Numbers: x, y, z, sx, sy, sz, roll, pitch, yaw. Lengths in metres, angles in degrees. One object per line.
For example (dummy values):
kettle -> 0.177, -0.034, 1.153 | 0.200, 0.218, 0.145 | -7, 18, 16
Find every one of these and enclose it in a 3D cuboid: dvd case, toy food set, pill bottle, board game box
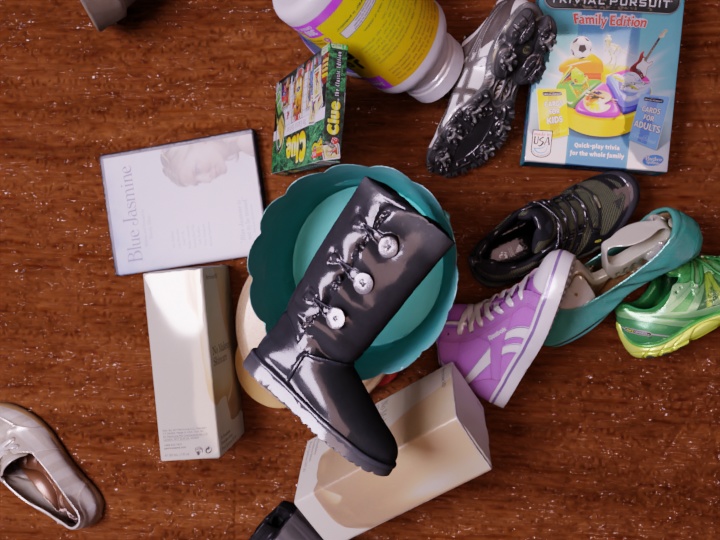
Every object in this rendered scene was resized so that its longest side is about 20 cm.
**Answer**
dvd case -> -0.208, -0.079, 0.823 | 0.194, 0.018, 0.147 | -8, 92, 8
toy food set -> -0.048, 0.066, 0.792 | 0.192, 0.049, 0.206 | 6, 93, 7
pill bottle -> 0.016, -0.245, 0.686 | 0.103, 0.198, 0.107 | -23, 56, 39
board game box -> -0.057, -0.157, 0.716 | 0.023, 0.199, 0.108 | 0, 93, -21
board game box -> 0.255, -0.211, 0.740 | 0.147, 0.047, 0.206 | 5, 93, 7

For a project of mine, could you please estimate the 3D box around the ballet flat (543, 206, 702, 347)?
ballet flat -> 0.254, 0.001, 0.723 | 0.199, 0.068, 0.070 | -38, 120, 20

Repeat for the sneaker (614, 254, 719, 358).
sneaker -> 0.355, 0.014, 0.722 | 0.198, 0.074, 0.085 | -33, 92, 8

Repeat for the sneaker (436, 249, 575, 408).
sneaker -> 0.139, 0.048, 0.724 | 0.113, 0.073, 0.204 | 30, 125, 13

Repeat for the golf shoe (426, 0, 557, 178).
golf shoe -> 0.130, -0.196, 0.753 | 0.076, 0.095, 0.202 | 17, 121, -32

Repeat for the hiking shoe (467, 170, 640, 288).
hiking shoe -> 0.204, -0.041, 0.722 | 0.197, 0.101, 0.077 | -31, 81, 10

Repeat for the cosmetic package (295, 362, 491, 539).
cosmetic package -> 0.033, 0.193, 0.730 | 0.198, 0.106, 0.072 | -32, 108, 16

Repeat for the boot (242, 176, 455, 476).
boot -> 0.016, 0.047, 0.595 | 0.163, 0.066, 0.202 | 36, 93, 3

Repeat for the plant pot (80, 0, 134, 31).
plant pot -> -0.260, -0.391, 0.746 | 0.171, 0.200, 0.203 | -29, 88, -9

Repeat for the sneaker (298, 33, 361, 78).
sneaker -> -0.054, -0.297, 0.728 | 0.080, 0.146, 0.201 | -40, 87, 7

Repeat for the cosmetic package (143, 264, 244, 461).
cosmetic package -> -0.185, 0.099, 0.785 | 0.069, 0.105, 0.206 | -5, 93, 6

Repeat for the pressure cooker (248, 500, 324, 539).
pressure cooker -> -0.069, 0.378, 0.740 | 0.199, 0.178, 0.177 | 41, 100, 7

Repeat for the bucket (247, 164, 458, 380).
bucket -> 0.000, 0.000, 0.690 | 0.201, 0.135, 0.214 | 0, 93, 8

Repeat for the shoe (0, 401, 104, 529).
shoe -> -0.394, 0.237, 0.842 | 0.199, 0.053, 0.070 | 41, 97, 4
